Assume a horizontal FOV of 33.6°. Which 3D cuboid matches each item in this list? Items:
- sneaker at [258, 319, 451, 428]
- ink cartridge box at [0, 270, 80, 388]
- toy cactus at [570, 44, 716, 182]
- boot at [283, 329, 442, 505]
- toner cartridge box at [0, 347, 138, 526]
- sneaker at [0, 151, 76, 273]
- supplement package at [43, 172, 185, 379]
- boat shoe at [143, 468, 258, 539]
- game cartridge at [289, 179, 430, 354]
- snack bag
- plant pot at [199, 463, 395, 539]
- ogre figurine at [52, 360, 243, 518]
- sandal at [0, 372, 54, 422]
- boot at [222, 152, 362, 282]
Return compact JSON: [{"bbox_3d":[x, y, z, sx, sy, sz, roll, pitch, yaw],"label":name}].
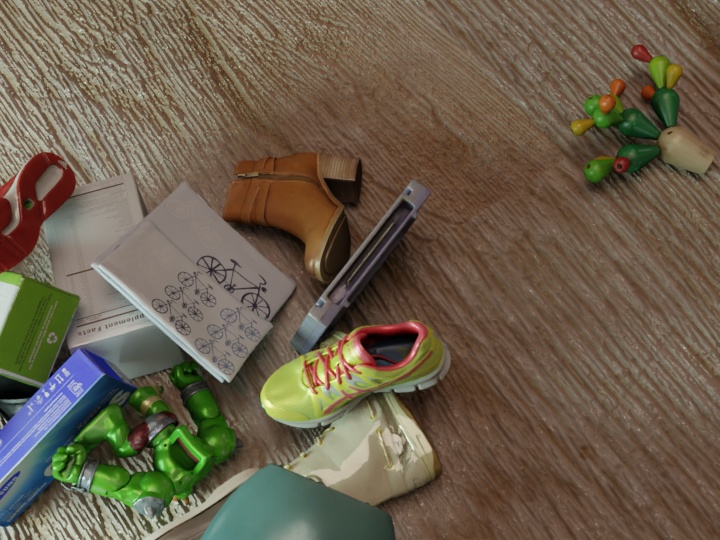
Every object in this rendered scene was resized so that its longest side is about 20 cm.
[{"bbox_3d":[-0.012,0.094,1.202,0.200,0.090,0.078,-20,61,1],"label":"sneaker"},{"bbox_3d":[-0.391,0.100,1.239,0.148,0.076,0.200,10,78,47],"label":"ink cartridge box"},{"bbox_3d":[0.348,-0.174,1.421,0.165,0.102,0.200,30,58,7],"label":"toy cactus"},{"bbox_3d":[-0.028,0.170,1.254,0.155,0.072,0.200,-31,64,-11],"label":"boot"},{"bbox_3d":[-0.326,0.174,1.224,0.043,0.095,0.200,42,86,20],"label":"toner cartridge box"},{"bbox_3d":[-0.386,-0.036,1.251,0.078,0.116,0.200,50,45,-10],"label":"sneaker"},{"bbox_3d":[-0.277,0.012,1.330,0.114,0.110,0.200,-15,61,-6],"label":"supplement package"},{"bbox_3d":[-0.165,0.281,1.199,0.200,0.072,0.060,-34,62,-22],"label":"boat shoe"},{"bbox_3d":[0.000,0.000,1.313,0.038,0.130,0.200,36,68,5],"label":"game cartridge"},{"bbox_3d":[-0.168,0.007,1.295,0.189,0.021,0.200,42,38,-4],"label":"snack bag"},{"bbox_3d":[-0.057,0.275,1.101,0.200,0.201,0.161,22,79,14],"label":"plant pot"},{"bbox_3d":[-0.210,0.181,1.235,0.120,0.098,0.200,39,25,16],"label":"ogre figurine"},{"bbox_3d":[-0.374,0.131,1.303,0.200,0.048,0.075,21,64,15],"label":"sandal"},{"bbox_3d":[-0.086,-0.061,1.377,0.155,0.074,0.200,2,41,10],"label":"boot"}]
